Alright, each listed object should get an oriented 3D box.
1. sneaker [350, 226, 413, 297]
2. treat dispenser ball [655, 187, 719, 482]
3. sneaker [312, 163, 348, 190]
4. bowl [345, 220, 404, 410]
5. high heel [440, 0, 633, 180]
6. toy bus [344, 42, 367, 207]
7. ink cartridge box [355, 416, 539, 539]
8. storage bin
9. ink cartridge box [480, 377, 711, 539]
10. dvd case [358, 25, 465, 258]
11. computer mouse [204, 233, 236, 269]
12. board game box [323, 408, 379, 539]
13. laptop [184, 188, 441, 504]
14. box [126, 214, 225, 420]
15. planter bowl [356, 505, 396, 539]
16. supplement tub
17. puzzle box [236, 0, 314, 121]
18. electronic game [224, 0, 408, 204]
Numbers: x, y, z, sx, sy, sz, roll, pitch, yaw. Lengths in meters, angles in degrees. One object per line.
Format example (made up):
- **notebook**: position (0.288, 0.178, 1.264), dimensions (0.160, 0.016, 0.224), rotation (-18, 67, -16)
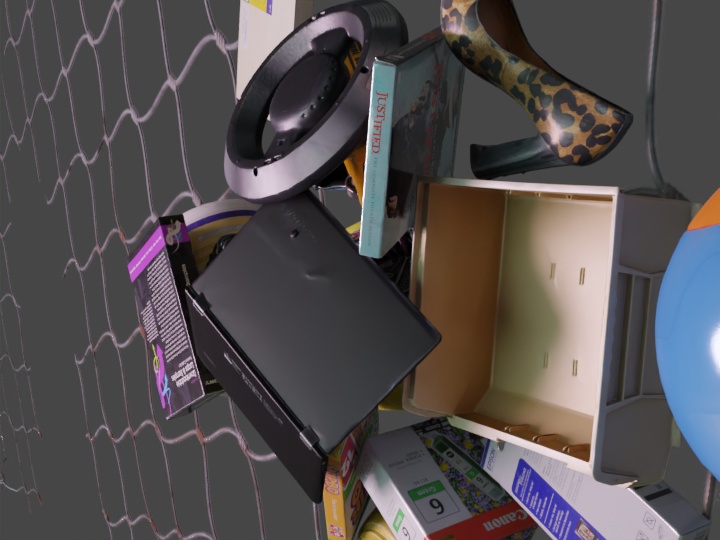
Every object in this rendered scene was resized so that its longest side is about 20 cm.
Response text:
- **sneaker**: position (0.000, 0.000, 0.885), dimensions (0.081, 0.199, 0.075), rotation (67, -170, 27)
- **treat dispenser ball**: position (0.243, 0.032, 0.468), dimensions (0.201, 0.200, 0.202), rotation (25, 120, 54)
- **sneaker**: position (-0.023, -0.123, 0.977), dimensions (0.200, 0.089, 0.079), rotation (25, 119, 54)
- **bowl**: position (-0.005, 0.051, 0.984), dimensions (0.200, 0.107, 0.201), rotation (26, 121, 53)
- **high heel**: position (0.133, -0.173, 0.737), dimensions (0.142, 0.071, 0.201), rotation (-7, 91, 49)
- **toy bus**: position (0.004, -0.147, 0.887), dimensions (0.065, 0.078, 0.201), rotation (81, 171, -49)
- **ink cartridge box**: position (0.091, 0.222, 0.872), dimensions (0.200, 0.109, 0.051), rotation (54, 142, 36)
- **storage bin**: position (0.130, 0.037, 0.725), dimensions (0.200, 0.093, 0.200), rotation (11, 98, 54)
- **ink cartridge box**: position (0.176, 0.174, 0.784), dimensions (0.200, 0.039, 0.100), rotation (43, 133, 44)
- **dvd case**: position (0.046, -0.111, 0.787), dimensions (0.022, 0.200, 0.147), rotation (12, 114, 16)
- **computer mouse**: position (-0.103, 0.046, 1.075), dimensions (0.046, 0.140, 0.201), rotation (118, 152, -79)
- **board game box**: position (-0.008, 0.188, 0.961), dimensions (0.030, 0.096, 0.201), rotation (16, 140, 13)
- **laptop**: position (-0.047, 0.064, 0.838), dimensions (0.187, 0.116, 0.200), rotation (48, 157, 20)
- **box**: position (-0.207, 0.055, 1.111), dimensions (0.143, 0.036, 0.201), rotation (-33, 69, 58)
- **planter bowl**: position (0.051, 0.292, 0.988), dimensions (0.200, 0.083, 0.201), rotation (25, 120, 55)
- **supplement tub**: position (-0.147, 0.033, 1.180), dimensions (0.145, 0.145, 0.201), rotation (-52, 55, 52)
- **puzzle box**: position (-0.096, -0.272, 1.119), dimensions (0.133, 0.025, 0.201), rotation (40, 132, 48)
- **electronic game**: position (-0.041, -0.141, 0.820), dimensions (0.200, 0.042, 0.201), rotation (-30, 40, 30)
